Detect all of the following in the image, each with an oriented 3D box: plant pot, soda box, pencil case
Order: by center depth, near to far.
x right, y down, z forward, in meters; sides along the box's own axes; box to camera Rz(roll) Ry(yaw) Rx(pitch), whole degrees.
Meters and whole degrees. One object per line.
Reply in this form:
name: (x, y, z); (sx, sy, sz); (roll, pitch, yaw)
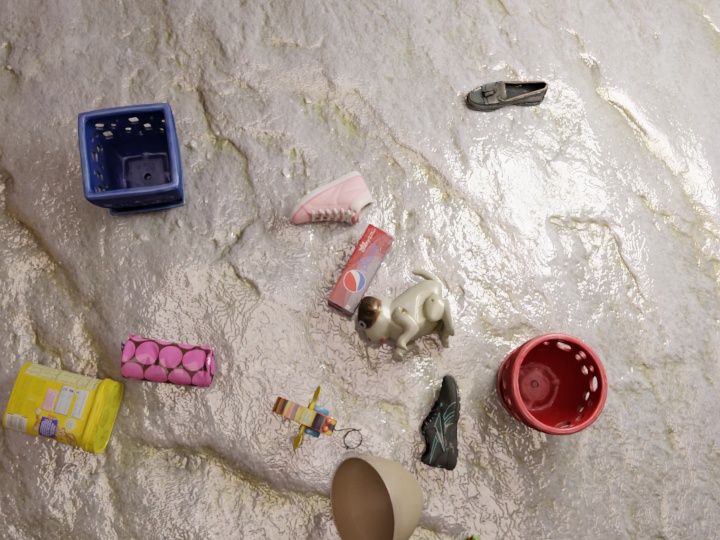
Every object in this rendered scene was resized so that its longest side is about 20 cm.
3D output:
plant pot: (0.049, 0.468, 1.311); (0.133, 0.199, 0.203); (0, 74, -41)
plant pot: (0.391, 0.243, 1.368); (0.197, 0.183, 0.203); (1, 76, -4)
pencil case: (-0.408, 0.192, 1.384); (0.197, 0.091, 0.095); (9, 63, -4)
plant pot: (-0.488, -0.230, 1.424); (0.197, 0.180, 0.203); (-8, 78, -6)
soda box: (0.000, 0.000, 1.461); (0.069, 0.063, 0.201); (29, 77, 3)

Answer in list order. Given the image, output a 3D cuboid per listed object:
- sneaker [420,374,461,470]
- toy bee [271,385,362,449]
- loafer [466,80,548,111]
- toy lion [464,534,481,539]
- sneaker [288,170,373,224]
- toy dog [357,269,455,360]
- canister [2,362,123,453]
sneaker: (0.173, 0.323, 1.392); (0.078, 0.075, 0.203); (5, 77, 0)
toy bee: (-0.090, 0.309, 1.363); (0.197, 0.109, 0.133); (2, 75, -3)
loafer: (0.359, -0.438, 1.582); (0.197, 0.063, 0.073); (-6, 77, -5)
toy lion: (0.184, 0.633, 1.286); (0.068, 0.192, 0.201); (31, 117, 4)
sneaker: (-0.060, -0.140, 1.482); (0.199, 0.075, 0.105); (-30, 75, -14)
toy dog: (0.091, 0.094, 1.409); (0.197, 0.140, 0.197); (-8, 77, -3)
canister: (-0.617, 0.282, 1.349); (0.197, 0.087, 0.150); (14, 77, 1)
